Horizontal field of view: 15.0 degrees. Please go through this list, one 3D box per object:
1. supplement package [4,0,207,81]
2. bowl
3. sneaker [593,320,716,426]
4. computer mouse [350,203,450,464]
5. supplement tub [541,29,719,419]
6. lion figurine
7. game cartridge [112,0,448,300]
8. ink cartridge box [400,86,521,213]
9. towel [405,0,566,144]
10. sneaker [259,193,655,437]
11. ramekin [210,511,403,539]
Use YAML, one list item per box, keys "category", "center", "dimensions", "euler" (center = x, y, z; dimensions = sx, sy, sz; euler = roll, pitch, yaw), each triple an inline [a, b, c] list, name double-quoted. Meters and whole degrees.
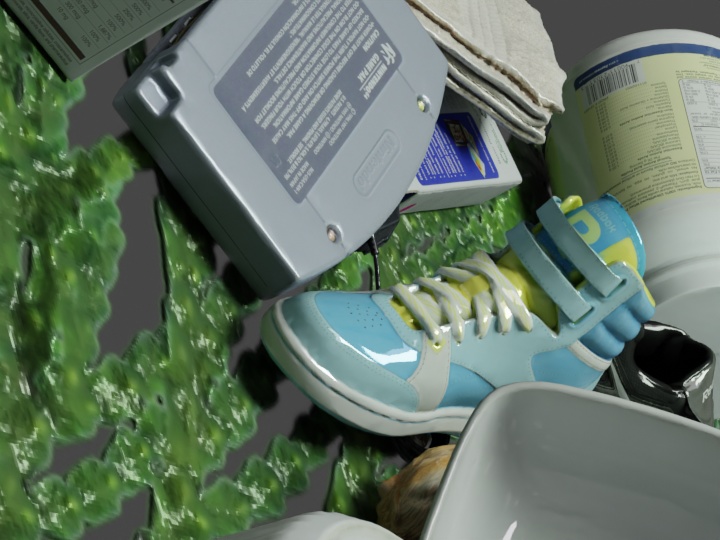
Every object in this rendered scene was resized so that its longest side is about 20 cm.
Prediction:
- category: "supplement package"
  center: [-0.116, -0.213, 1.197]
  dimensions: [0.156, 0.110, 0.201]
  euler: [51, 23, -26]
- category: "bowl"
  center: [0.111, 0.164, 1.149]
  dimensions: [0.075, 0.199, 0.201]
  euler: [107, 2, -68]
- category: "sneaker"
  center: [0.167, 0.082, 1.509]
  dimensions: [0.200, 0.090, 0.067]
  euler: [46, 27, -34]
- category: "computer mouse"
  center: [0.000, 0.000, 1.321]
  dimensions: [0.058, 0.034, 0.201]
  euler: [4, 66, -48]
- category: "supplement tub"
  center: [0.189, -0.027, 1.618]
  dimensions: [0.145, 0.144, 0.201]
  euler: [41, 30, -42]
- category: "lion figurine"
  center: [0.095, 0.160, 1.241]
  dimensions: [0.122, 0.072, 0.201]
  euler: [-27, 86, -30]
- category: "game cartridge"
  center: [-0.029, -0.079, 1.273]
  dimensions: [0.133, 0.041, 0.200]
  euler: [50, 39, -13]
- category: "ink cartridge box"
  center: [0.024, -0.080, 1.456]
  dimensions: [0.095, 0.037, 0.200]
  euler: [64, 19, 6]
- category: "towel"
  center: [0.050, -0.145, 1.512]
  dimensions: [0.132, 0.035, 0.200]
  euler: [35, 18, -18]
- category: "sneaker"
  center: [0.053, 0.010, 1.235]
  dimensions: [0.199, 0.131, 0.080]
  euler: [11, 36, -49]
- category: "ramekin"
  center: [-0.012, 0.180, 0.984]
  dimensions: [0.202, 0.094, 0.203]
  euler: [48, 25, -31]
